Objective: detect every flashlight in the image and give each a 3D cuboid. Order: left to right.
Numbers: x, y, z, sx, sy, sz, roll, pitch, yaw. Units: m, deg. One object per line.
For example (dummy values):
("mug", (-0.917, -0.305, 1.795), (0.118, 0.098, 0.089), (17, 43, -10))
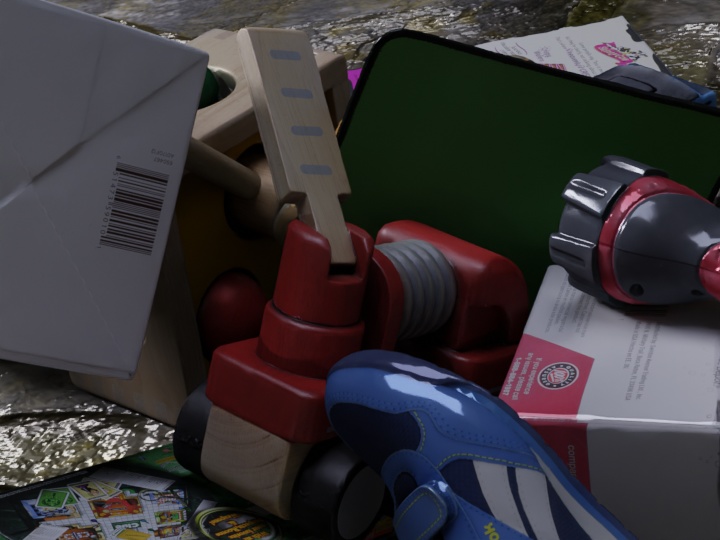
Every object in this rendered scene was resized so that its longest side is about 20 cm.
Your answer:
("flashlight", (0.176, 0.005, 0.900), (0.199, 0.068, 0.068), (25, 69, 44))

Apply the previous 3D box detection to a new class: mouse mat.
("mouse mat", (0.075, -0.031, 1.008), (0.198, 0.162, 0.008), (13, 33, -16))

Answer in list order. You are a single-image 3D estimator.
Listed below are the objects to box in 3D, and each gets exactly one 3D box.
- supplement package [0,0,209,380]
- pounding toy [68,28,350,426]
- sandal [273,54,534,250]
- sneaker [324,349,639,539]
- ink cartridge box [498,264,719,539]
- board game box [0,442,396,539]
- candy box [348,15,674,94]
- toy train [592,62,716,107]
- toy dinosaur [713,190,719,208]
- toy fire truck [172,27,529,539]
("supplement package", (-0.195, -0.052, 0.931), (0.150, 0.153, 0.199), (13, 1, -37))
("pounding toy", (-0.080, -0.034, 1.079), (0.141, 0.202, 0.184), (16, 37, 37))
("sandal", (0.019, -0.067, 1.077), (0.054, 0.081, 0.200), (43, 54, 13))
("sneaker", (0.052, 0.115, 0.822), (0.200, 0.074, 0.082), (43, 65, 11))
("ink cartridge box", (0.175, 0.066, 0.943), (0.198, 0.086, 0.146), (0, 29, 18))
("board game box", (-0.076, 0.112, 0.912), (0.104, 0.024, 0.199), (21, 19, 33))
("candy box", (0.094, -0.095, 1.293), (0.198, 0.062, 0.137), (-12, 28, -4))
("toy train", (0.113, -0.033, 1.114), (0.199, 0.115, 0.086), (-26, 31, -29))
("toy dinosaur", (0.224, -0.005, 1.067), (0.102, 0.077, 0.200), (34, 55, 7))
("toy fire truck", (0.000, 0.000, 0.942), (0.128, 0.202, 0.175), (23, 20, 32))
